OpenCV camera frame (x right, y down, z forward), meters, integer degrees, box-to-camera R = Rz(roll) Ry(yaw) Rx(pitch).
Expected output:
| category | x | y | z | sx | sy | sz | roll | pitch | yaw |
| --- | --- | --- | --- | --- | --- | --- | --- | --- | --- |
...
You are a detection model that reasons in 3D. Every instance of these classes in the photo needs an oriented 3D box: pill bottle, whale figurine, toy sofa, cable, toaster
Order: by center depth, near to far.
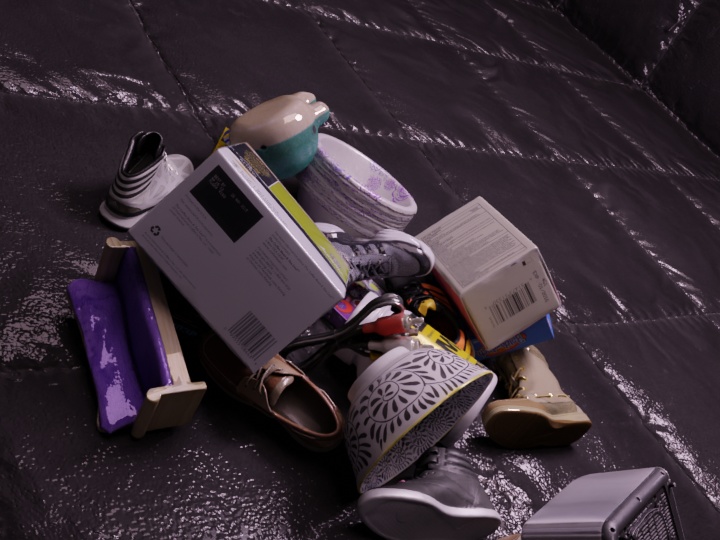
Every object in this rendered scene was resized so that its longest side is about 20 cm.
| category | x | y | z | sx | sy | sz | roll | pitch | yaw |
| --- | --- | --- | --- | --- | --- | --- | --- | --- | --- |
| toy sofa | -0.242 | 0.068 | 0.939 | 0.097 | 0.083 | 0.201 | -3 | 57 | -32 |
| toaster | 0.275 | 0.335 | 0.960 | 0.199 | 0.118 | 0.183 | -18 | 92 | -50 |
| cable | -0.012 | 0.085 | 1.062 | 0.198 | 0.098 | 0.051 | -10 | 32 | 8 |
| pill bottle | 0.066 | 0.124 | 1.140 | 0.199 | 0.115 | 0.114 | 36 | 32 | 6 |
| whale figurine | -0.114 | -0.203 | 1.315 | 0.200 | 0.157 | 0.105 | -72 | 144 | -63 |

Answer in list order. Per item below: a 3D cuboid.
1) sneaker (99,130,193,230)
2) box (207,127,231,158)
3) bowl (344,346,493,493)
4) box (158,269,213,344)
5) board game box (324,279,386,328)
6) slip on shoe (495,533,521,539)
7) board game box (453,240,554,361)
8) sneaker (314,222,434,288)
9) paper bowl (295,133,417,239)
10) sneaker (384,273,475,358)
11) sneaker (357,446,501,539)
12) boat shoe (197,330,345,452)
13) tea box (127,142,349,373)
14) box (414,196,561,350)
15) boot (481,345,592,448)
| category | x | y | z | sx | sy | sz | roll | pitch | yaw |
| --- | --- | --- | --- | --- | --- | --- | --- | --- | --- |
| sneaker | -0.270 | -0.140 | 1.206 | 0.075 | 0.116 | 0.201 | 33 | 31 | 2 |
| box | -0.202 | -0.129 | 1.296 | 0.070 | 0.064 | 0.201 | 29 | 31 | -13 |
| bowl | 0.046 | 0.150 | 1.001 | 0.094 | 0.201 | 0.200 | 47 | 35 | 19 |
| box | -0.206 | 0.006 | 1.128 | 0.158 | 0.046 | 0.201 | 26 | 33 | -9 |
| board game box | -0.062 | -0.004 | 1.287 | 0.200 | 0.032 | 0.120 | 43 | 37 | 16 |
| slip on shoe | 0.206 | 0.333 | 1.029 | 0.060 | 0.077 | 0.199 | 2 | -1 | 40 |
| board game box | 0.203 | 0.047 | 1.337 | 0.201 | 0.151 | 0.045 | -84 | 151 | -55 |
| sneaker | 0.000 | 0.000 | 1.219 | 0.198 | 0.076 | 0.114 | 9 | 41 | 5 |
| paper bowl | -0.018 | -0.114 | 1.379 | 0.200 | 0.105 | 0.201 | 32 | 19 | -12 |
| sneaker | 0.093 | 0.049 | 1.248 | 0.201 | 0.070 | 0.090 | 57 | -2 | 29 |
| sneaker | 0.067 | 0.251 | 1.016 | 0.199 | 0.071 | 0.100 | 17 | 33 | -34 |
| boat shoe | -0.098 | 0.129 | 1.007 | 0.199 | 0.072 | 0.076 | 33 | 72 | 2 |
| tea box | -0.124 | -0.023 | 0.987 | 0.200 | 0.133 | 0.197 | 50 | 8 | -6 |
| box | 0.177 | 0.000 | 1.274 | 0.109 | 0.127 | 0.200 | 59 | -1 | -29 |
| boot | 0.222 | 0.168 | 1.253 | 0.198 | 0.073 | 0.156 | 8 | 39 | -36 |
